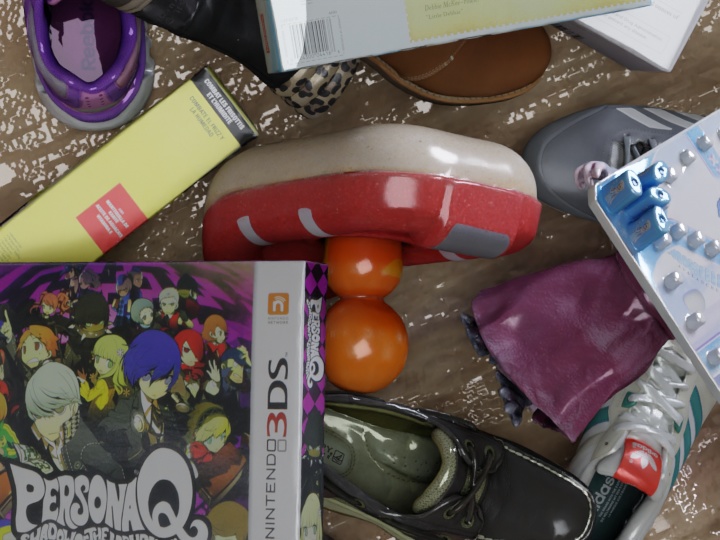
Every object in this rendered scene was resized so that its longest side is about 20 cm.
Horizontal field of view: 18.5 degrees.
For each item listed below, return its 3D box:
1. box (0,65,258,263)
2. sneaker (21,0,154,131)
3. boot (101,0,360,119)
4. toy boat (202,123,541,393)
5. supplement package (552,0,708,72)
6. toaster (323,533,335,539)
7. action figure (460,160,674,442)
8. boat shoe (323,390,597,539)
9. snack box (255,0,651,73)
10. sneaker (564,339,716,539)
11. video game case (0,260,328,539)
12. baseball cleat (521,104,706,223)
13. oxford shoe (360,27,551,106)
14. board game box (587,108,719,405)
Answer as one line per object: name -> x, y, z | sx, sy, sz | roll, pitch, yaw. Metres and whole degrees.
box -> -0.149, -0.035, 1.229 | 0.199, 0.075, 0.050 | -37, 97, 0
sneaker -> -0.156, -0.176, 1.207 | 0.080, 0.088, 0.202 | -10, 96, -1
boot -> -0.053, -0.194, 1.212 | 0.150, 0.073, 0.201 | 33, 56, -29
toy boat -> 0.000, 0.000, 1.180 | 0.130, 0.199, 0.132 | 9, 80, -38
supplement package -> 0.155, -0.224, 1.203 | 0.121, 0.120, 0.201 | 29, 94, -5
toaster -> -0.001, 0.242, 1.240 | 0.200, 0.129, 0.114 | 42, 93, -7
action figure -> 0.161, 0.018, 1.193 | 0.199, 0.149, 0.135 | -31, 67, 4
boat shoe -> 0.037, 0.111, 1.172 | 0.199, 0.066, 0.072 | 18, 78, -9
snack box -> 0.042, -0.173, 1.106 | 0.198, 0.037, 0.117 | -11, 97, -13
sneaker -> 0.165, 0.090, 1.251 | 0.070, 0.093, 0.201 | 27, 94, -6
video game case -> -0.114, 0.086, 1.140 | 0.198, 0.036, 0.183 | 0, 86, 21
baseball cleat -> 0.192, -0.064, 1.231 | 0.198, 0.106, 0.070 | 0, 83, -8
oxford shoe -> 0.041, -0.137, 1.189 | 0.199, 0.071, 0.072 | 12, 67, -41
board game box -> 0.226, 0.007, 1.107 | 0.026, 0.199, 0.201 | -37, 84, 43
